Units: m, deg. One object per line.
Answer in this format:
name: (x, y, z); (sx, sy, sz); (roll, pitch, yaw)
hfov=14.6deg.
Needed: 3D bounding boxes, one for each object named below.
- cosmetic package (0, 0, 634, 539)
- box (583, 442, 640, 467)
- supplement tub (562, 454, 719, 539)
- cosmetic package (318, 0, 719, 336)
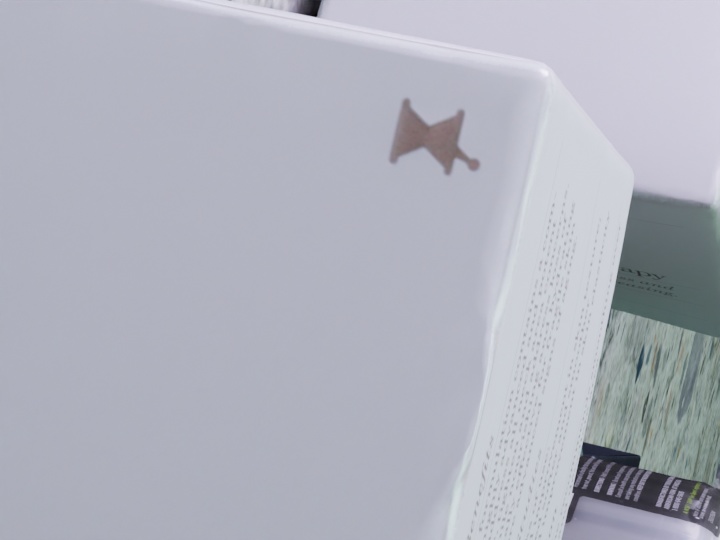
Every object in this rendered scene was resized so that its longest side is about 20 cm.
cosmetic package: (-0.029, 0.023, 0.764); (0.200, 0.166, 0.168); (27, 76, -78)
box: (0.068, 0.172, 1.465); (0.200, 0.104, 0.183); (20, 84, -77)
supplement tub: (0.032, 0.119, 1.044); (0.123, 0.199, 0.123); (12, 90, -77)
cosmetic package: (0.087, -0.090, 1.118); (0.200, 0.167, 0.167); (56, 48, -72)
